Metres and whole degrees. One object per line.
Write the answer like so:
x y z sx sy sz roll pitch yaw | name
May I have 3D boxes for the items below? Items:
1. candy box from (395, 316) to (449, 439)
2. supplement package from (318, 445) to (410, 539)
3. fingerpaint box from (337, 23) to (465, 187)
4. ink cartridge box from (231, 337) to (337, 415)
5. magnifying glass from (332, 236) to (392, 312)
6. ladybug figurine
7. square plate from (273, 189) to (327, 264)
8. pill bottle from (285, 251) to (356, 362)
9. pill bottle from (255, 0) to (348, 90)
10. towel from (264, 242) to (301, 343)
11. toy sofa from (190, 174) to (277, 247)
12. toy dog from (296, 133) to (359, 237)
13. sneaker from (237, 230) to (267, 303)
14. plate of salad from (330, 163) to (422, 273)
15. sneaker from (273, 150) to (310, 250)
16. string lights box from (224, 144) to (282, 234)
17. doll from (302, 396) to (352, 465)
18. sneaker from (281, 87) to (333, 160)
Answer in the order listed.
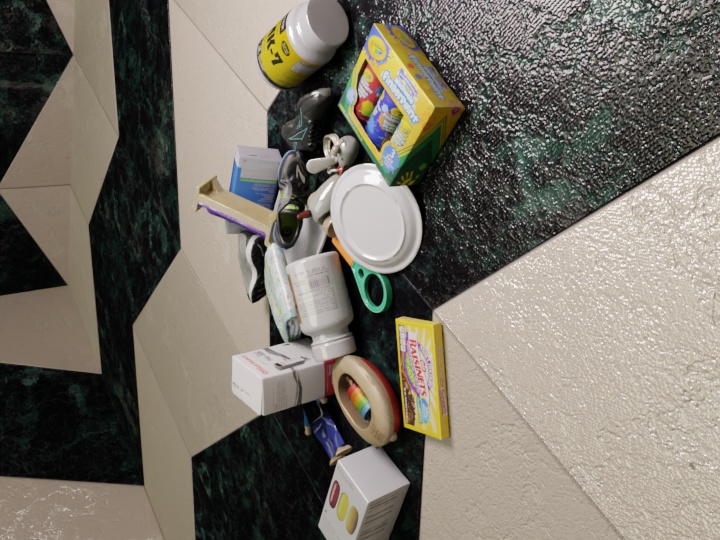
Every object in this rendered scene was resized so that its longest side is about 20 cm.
0.109 0.189 1.123 0.101 0.026 0.206 3 100 51 | candy box
0.004 0.470 1.264 0.114 0.108 0.204 43 130 39 | supplement package
0.059 -0.271 1.042 0.202 0.072 0.168 60 140 25 | fingerpaint box
-0.159 0.222 1.355 0.145 0.197 0.085 19 113 49 | ink cartridge box
0.000 0.000 1.233 0.201 0.022 0.081 54 137 35 | magnifying glass
0.018 0.248 1.224 0.201 0.071 0.138 52 137 33 | ladybug figurine
-0.140 -0.075 1.404 0.199 0.028 0.203 53 136 34 | square plate
-0.075 0.074 1.274 0.113 0.113 0.205 -18 87 54 | pill bottle
-0.113 -0.435 1.210 0.198 0.112 0.117 -14 87 54 | pill bottle
-0.175 0.057 1.401 0.201 0.047 0.174 112 139 -66 | towel
-0.267 -0.120 1.389 0.196 0.083 0.099 25 123 6 | toy sofa
-0.070 -0.163 1.228 0.131 0.095 0.205 27 119 47 | toy dog
-0.256 -0.010 1.516 0.079 0.073 0.204 31 135 31 | sneaker
0.030 -0.094 1.140 0.197 0.048 0.205 17 120 30 | plate of salad
-0.136 -0.141 1.292 0.083 0.069 0.205 -146 63 -68 | sneaker
-0.250 -0.180 1.461 0.059 0.100 0.203 -116 36 -48 | string lights box
-0.093 0.333 1.418 0.202 0.048 0.138 58 138 27 | doll
-0.095 -0.291 1.264 0.081 0.074 0.200 66 152 7 | sneaker
